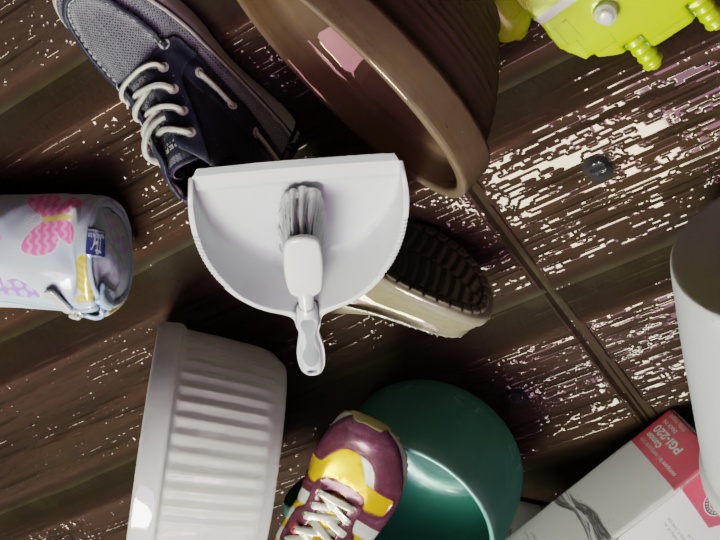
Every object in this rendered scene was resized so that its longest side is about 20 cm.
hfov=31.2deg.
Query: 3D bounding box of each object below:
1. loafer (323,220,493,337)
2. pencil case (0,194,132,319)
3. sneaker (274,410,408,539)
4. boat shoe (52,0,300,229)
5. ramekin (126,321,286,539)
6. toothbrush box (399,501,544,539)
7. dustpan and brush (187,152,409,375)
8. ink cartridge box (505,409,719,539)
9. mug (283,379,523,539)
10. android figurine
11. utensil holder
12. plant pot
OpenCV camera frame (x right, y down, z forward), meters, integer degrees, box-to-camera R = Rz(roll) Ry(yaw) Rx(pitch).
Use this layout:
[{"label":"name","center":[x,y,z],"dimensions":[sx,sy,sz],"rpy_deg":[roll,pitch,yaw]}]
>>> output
[{"label":"loafer","center":[0.000,0.000,0.937],"dimensions":[0.198,0.076,0.069],"rpy_deg":[23,133,5]},{"label":"pencil case","center":[-0.270,-0.009,0.963],"dimensions":[0.198,0.092,0.083],"rpy_deg":[0,174,14]},{"label":"sneaker","center":[-0.024,0.193,0.947],"dimensions":[0.074,0.090,0.201],"rpy_deg":[26,128,11]},{"label":"boat shoe","center":[-0.126,-0.114,0.848],"dimensions":[0.199,0.093,0.075],"rpy_deg":[37,128,-19]},{"label":"ramekin","center":[-0.120,0.145,1.008],"dimensions":[0.104,0.201,0.201],"rpy_deg":[8,132,-8]},{"label":"toothbrush box","center":[0.072,0.288,1.155],"dimensions":[0.144,0.086,0.201],"rpy_deg":[12,131,3]},{"label":"dustpan and brush","center":[-0.037,0.006,0.863],"dimensions":[0.138,0.058,0.201],"rpy_deg":[-5,151,-2]},{"label":"ink cartridge box","center":[0.218,0.232,1.022],"dimensions":[0.200,0.085,0.146],"rpy_deg":[-39,118,0]},{"label":"mug","center":[0.038,0.159,1.026],"dimensions":[0.184,0.115,0.153],"rpy_deg":[19,127,16]},{"label":"android figurine","center":[0.135,-0.202,0.752],"dimensions":[0.181,0.041,0.200],"rpy_deg":[-29,117,31]},{"label":"utensil holder","center":[0.297,0.062,0.859],"dimensions":[0.168,0.171,0.201],"rpy_deg":[-8,126,19]},{"label":"plant pot","center":[0.018,-0.144,0.764],"dimensions":[0.093,0.201,0.201],"rpy_deg":[-46,116,-5]}]
